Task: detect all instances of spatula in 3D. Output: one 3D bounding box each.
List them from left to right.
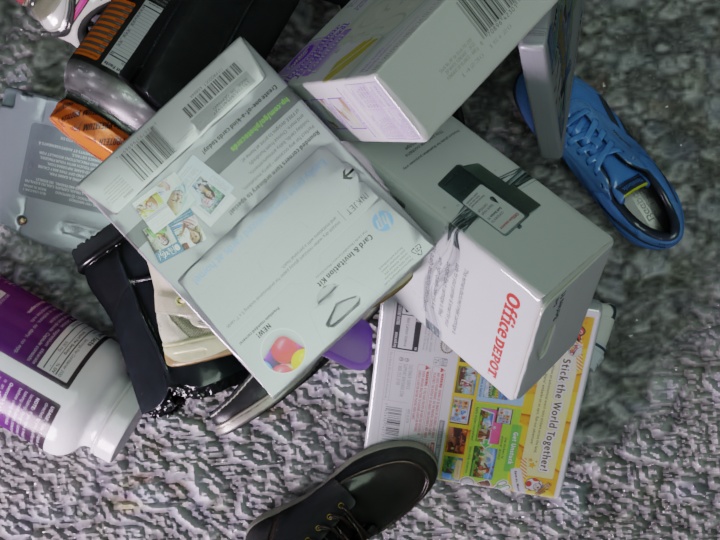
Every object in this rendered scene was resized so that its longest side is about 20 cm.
[{"bbox_3d":[0.000,0.000,0.898,0.057,0.021,0.200,28,52,-17],"label":"spatula"}]

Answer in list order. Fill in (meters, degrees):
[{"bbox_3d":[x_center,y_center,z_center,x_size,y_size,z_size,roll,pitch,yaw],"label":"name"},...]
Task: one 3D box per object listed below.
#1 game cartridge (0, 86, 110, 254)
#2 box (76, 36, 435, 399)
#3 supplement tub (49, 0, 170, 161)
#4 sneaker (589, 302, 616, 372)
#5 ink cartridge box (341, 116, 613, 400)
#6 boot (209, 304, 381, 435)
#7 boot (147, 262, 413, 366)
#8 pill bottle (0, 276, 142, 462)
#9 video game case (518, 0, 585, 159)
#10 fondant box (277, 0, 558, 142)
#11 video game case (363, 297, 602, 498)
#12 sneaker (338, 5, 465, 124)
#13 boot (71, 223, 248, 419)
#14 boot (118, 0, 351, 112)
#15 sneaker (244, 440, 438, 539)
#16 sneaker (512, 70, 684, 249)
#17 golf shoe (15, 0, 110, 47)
[{"bbox_3d":[-0.232,-0.077,0.952,0.200,0.040,0.133,14,92,0],"label":"game cartridge"},{"bbox_3d":[-0.071,-0.037,0.744,0.156,0.041,0.200,-43,88,-2],"label":"box"},{"bbox_3d":[-0.159,-0.178,0.877,0.123,0.123,0.200,33,82,-2],"label":"supplement tub"},{"bbox_3d":[0.132,0.017,0.942,0.200,0.073,0.071,28,78,-6],"label":"sneaker"},{"bbox_3d":[0.079,-0.019,0.809,0.083,0.147,0.200,-37,64,-24],"label":"ink cartridge box"},{"bbox_3d":[-0.088,0.031,0.943,0.204,0.073,0.154,-42,89,3],"label":"boot"},{"bbox_3d":[-0.074,-0.025,0.798,0.200,0.072,0.155,-17,93,8],"label":"boot"},{"bbox_3d":[-0.286,0.086,0.930,0.200,0.112,0.112,30,96,-2],"label":"pill bottle"},{"bbox_3d":[0.154,-0.207,0.824,0.022,0.200,0.182,7,76,16],"label":"video game case"},{"bbox_3d":[0.030,-0.159,0.739,0.144,0.200,0.058,-48,111,-12],"label":"fondant box"},{"bbox_3d":[0.101,0.102,0.926,0.182,0.023,0.200,8,118,4],"label":"video game case"},{"bbox_3d":[0.042,-0.171,0.896,0.073,0.112,0.200,-26,94,3],"label":"sneaker"},{"bbox_3d":[-0.130,0.015,0.879,0.200,0.076,0.168,-31,82,19],"label":"boot"},{"bbox_3d":[-0.070,-0.181,0.823,0.165,0.066,0.200,35,78,-34],"label":"boot"},{"bbox_3d":[-0.015,0.232,0.929,0.200,0.106,0.075,-33,108,11],"label":"sneaker"},{"bbox_3d":[0.210,-0.101,0.917,0.066,0.078,0.200,-40,92,7],"label":"sneaker"},{"bbox_3d":[-0.204,-0.281,0.921,0.200,0.073,0.092,-42,114,9],"label":"golf shoe"}]
